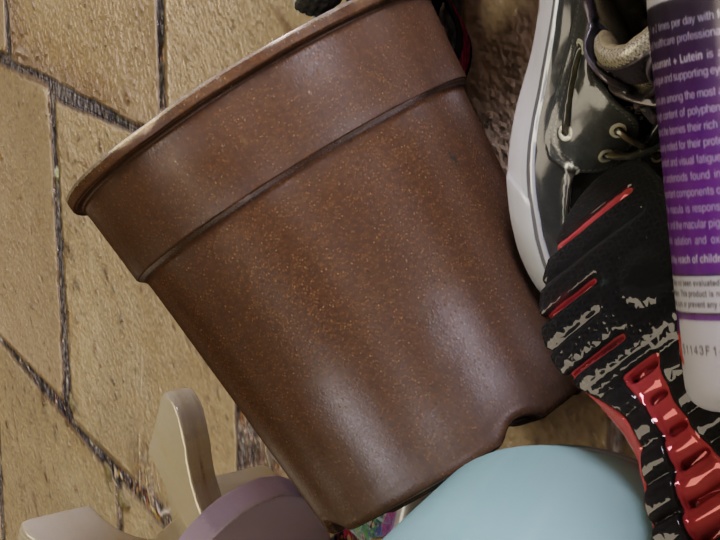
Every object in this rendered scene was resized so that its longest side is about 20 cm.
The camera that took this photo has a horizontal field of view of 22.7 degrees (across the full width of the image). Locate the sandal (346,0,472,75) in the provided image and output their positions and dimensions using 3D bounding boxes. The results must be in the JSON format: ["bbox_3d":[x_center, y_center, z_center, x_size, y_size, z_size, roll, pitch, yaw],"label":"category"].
[{"bbox_3d":[0.030,-0.105,0.941,0.075,0.045,0.201,12,108,63],"label":"sandal"}]

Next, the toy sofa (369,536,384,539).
[{"bbox_3d":[0.055,0.227,0.875,0.082,0.097,0.201,-8,88,31],"label":"toy sofa"}]

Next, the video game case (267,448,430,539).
[{"bbox_3d":[0.007,0.042,1.010,0.182,0.024,0.201,31,112,61],"label":"video game case"}]

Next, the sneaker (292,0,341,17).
[{"bbox_3d":[-0.034,-0.224,0.933,0.075,0.086,0.201,139,140,-57],"label":"sneaker"}]

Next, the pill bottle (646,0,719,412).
[{"bbox_3d":[0.153,-0.058,0.590,0.111,0.111,0.201,178,85,-66],"label":"pill bottle"}]

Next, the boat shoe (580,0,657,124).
[{"bbox_3d":[0.116,-0.090,0.674,0.072,0.065,0.201,-3,111,56],"label":"boat shoe"}]

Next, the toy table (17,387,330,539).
[{"bbox_3d":[-0.106,0.182,1.103,0.117,0.183,0.201,45,119,38],"label":"toy table"}]

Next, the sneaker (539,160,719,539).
[{"bbox_3d":[0.134,0.051,0.699,0.074,0.087,0.201,-34,56,26],"label":"sneaker"}]

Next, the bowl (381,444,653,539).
[{"bbox_3d":[0.086,0.147,0.739,0.105,0.200,0.201,-63,-1,-40],"label":"bowl"}]

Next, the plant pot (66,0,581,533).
[{"bbox_3d":[0.000,0.000,0.836,0.199,0.200,0.200,58,153,1],"label":"plant pot"}]

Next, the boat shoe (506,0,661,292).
[{"bbox_3d":[0.106,-0.075,0.751,0.057,0.068,0.201,-151,60,-61],"label":"boat shoe"}]

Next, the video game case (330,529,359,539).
[{"bbox_3d":[0.028,0.231,1.043,0.200,0.036,0.182,133,127,-60],"label":"video game case"}]
